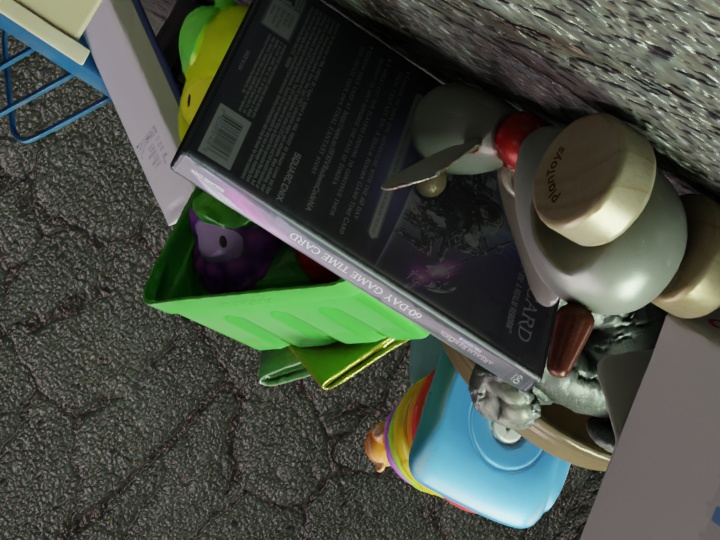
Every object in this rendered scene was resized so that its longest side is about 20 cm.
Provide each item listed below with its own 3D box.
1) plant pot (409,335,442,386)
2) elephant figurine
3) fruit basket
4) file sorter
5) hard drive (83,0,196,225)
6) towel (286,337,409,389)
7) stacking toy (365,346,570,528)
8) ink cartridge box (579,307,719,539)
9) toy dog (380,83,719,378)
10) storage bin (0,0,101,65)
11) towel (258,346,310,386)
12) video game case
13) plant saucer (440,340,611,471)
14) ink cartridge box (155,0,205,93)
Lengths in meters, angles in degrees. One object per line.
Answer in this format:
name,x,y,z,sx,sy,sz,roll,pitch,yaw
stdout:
plant pot,0.131,0.053,1.181,0.199,0.162,0.201,32,180,0
elephant figurine,0.170,0.061,0.870,0.198,0.142,0.156,25,-135,3
fruit basket,-0.053,-0.055,0.948,0.213,0.157,0.216,18,152,10
file sorter,-0.286,-0.204,1.185,0.200,0.122,0.140,31,-138,-54
hard drive,-0.160,-0.136,1.118,0.202,0.025,0.132,66,163,-2
towel,-0.023,0.019,1.055,0.018,0.086,0.200,59,172,-29
stacking toy,0.054,0.117,1.081,0.109,0.117,0.200,26,159,-19
ink cartridge box,0.201,0.101,0.672,0.128,0.126,0.199,-2,-153,-47
toy dog,0.075,-0.017,0.670,0.131,0.097,0.200,32,180,-12
storage bin,-0.231,-0.216,0.849,0.199,0.094,0.198,32,180,-25
towel,0.000,0.000,1.111,0.201,0.151,0.024,-94,-18,-58
video game case,0.017,-0.046,0.752,0.199,0.144,0.019,33,136,-14
plant saucer,0.122,0.054,0.999,0.199,0.030,0.201,29,-150,-18
ink cartridge box,-0.069,-0.120,1.159,0.145,0.084,0.200,32,-179,-30
